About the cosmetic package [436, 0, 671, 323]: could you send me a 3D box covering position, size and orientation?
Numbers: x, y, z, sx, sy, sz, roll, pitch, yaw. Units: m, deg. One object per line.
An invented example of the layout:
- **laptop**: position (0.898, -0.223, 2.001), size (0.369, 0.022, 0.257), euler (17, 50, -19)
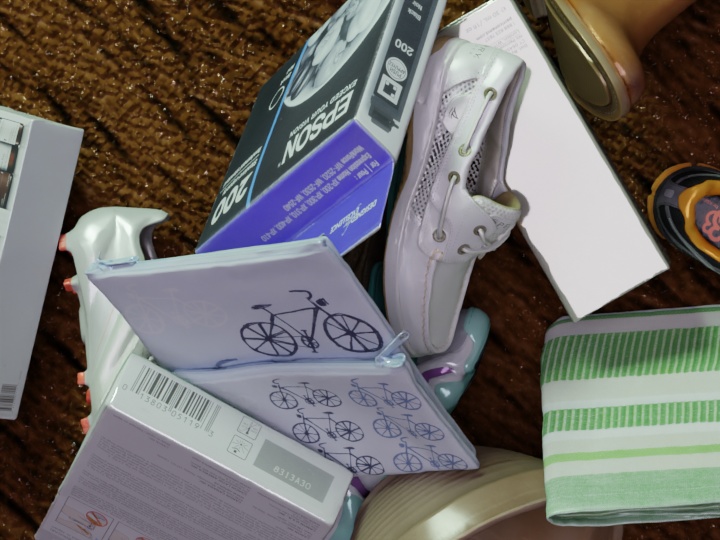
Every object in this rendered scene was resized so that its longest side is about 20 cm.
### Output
- **cosmetic package**: position (0.118, -0.072, 1.311), size (0.073, 0.104, 0.200), euler (-30, 87, 9)

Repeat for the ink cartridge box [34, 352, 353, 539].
- **ink cartridge box**: position (-0.112, 0.152, 1.329), size (0.161, 0.200, 0.050), euler (29, 54, -4)

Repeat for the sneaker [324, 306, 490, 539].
- **sneaker**: position (-0.017, 0.079, 1.347), size (0.140, 0.078, 0.200), euler (36, 96, 4)

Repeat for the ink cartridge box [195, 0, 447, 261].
- **ink cartridge box**: position (-0.028, -0.074, 1.246), size (0.043, 0.198, 0.200), euler (29, 54, -19)

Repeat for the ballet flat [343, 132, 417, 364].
- **ballet flat**: position (0.000, 0.000, 1.320), size (0.072, 0.068, 0.200), euler (-14, 58, 30)

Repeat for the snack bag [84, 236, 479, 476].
- **snack bag**: position (-0.047, 0.058, 1.234), size (0.188, 0.021, 0.200), euler (-6, 132, 34)

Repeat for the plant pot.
- **plant pot**: position (0.060, 0.177, 1.306), size (0.201, 0.201, 0.093), euler (-40, 56, 7)

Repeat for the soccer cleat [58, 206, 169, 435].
- **soccer cleat**: position (-0.150, 0.055, 1.370), size (0.077, 0.069, 0.200), euler (-9, 89, 5)

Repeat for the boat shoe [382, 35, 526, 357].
- **boat shoe**: position (0.062, -0.038, 1.241), size (0.069, 0.071, 0.200), euler (13, 107, 23)

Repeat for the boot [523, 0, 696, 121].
- **boot**: position (0.188, -0.171, 1.263), size (0.155, 0.200, 0.077), euler (-17, 118, 0)

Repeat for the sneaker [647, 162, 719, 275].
- **sneaker**: position (0.277, -0.007, 1.307), size (0.200, 0.077, 0.078), euler (22, 93, 4)

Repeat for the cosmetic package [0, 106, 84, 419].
- **cosmetic package**: position (-0.250, -0.008, 1.370), size (0.082, 0.051, 0.200), euler (17, 95, 42)

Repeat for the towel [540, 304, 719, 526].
- **towel**: position (0.188, 0.087, 1.269), size (0.152, 0.200, 0.023), euler (-3, 124, 5)
